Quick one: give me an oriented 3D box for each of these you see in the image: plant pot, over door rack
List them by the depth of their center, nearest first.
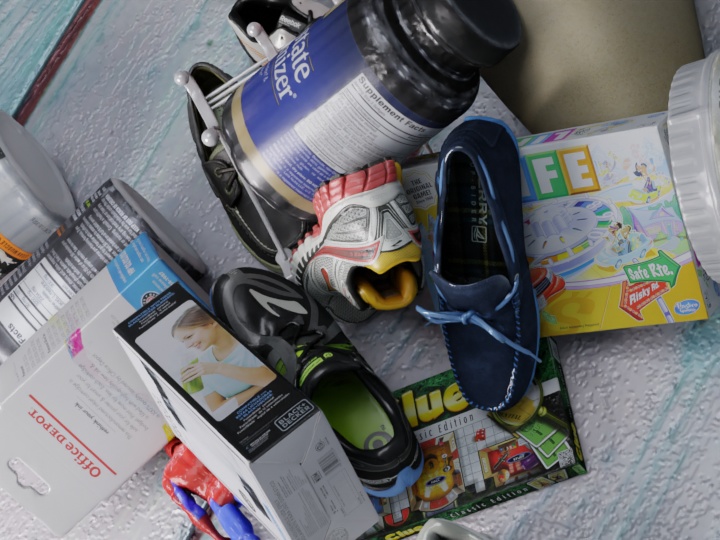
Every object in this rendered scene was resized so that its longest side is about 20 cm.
[{"bbox_3d":[0.160,-0.160,1.362,0.187,0.187,0.201,-29,68,14],"label":"plant pot"},{"bbox_3d":[-0.034,-0.105,1.444,0.147,0.067,0.201,-32,73,5],"label":"over door rack"}]

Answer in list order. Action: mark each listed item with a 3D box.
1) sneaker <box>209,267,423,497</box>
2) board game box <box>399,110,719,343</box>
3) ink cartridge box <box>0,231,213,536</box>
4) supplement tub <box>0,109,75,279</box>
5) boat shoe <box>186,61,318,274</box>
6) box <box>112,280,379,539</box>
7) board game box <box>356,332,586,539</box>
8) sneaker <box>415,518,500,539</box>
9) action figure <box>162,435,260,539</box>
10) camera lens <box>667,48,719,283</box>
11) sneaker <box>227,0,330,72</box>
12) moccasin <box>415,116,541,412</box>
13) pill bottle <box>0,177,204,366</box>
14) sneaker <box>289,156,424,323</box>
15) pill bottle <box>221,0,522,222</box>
[{"bbox_3d":[-0.027,0.065,1.339,0.071,0.083,0.200,-37,68,-13],"label":"sneaker"},{"bbox_3d":[0.131,-0.024,1.316,0.199,0.135,0.034,-8,17,33],"label":"board game box"},{"bbox_3d":[-0.190,0.085,1.445,0.200,0.115,0.068,-42,25,1],"label":"ink cartridge box"},{"bbox_3d":[-0.344,-0.032,1.606,0.200,0.123,0.123,-36,52,9],"label":"supplement tub"},{"bbox_3d":[-0.092,-0.083,1.521,0.072,0.066,0.201,-33,53,9],"label":"boat shoe"},{"bbox_3d":[-0.080,0.103,1.325,0.060,0.117,0.200,-37,41,-13],"label":"box"},{"bbox_3d":[0.053,0.124,1.355,0.199,0.023,0.105,-23,53,18],"label":"board game box"},{"bbox_3d":[0.097,0.227,1.223,0.200,0.099,0.078,36,86,38],"label":"sneaker"},{"bbox_3d":[-0.087,0.166,1.391,0.066,0.052,0.200,-55,44,1],"label":"action figure"},{"bbox_3d":[0.310,-0.078,1.226,0.199,0.160,0.161,-11,60,25],"label":"camera lens"},{"bbox_3d":[-0.025,-0.166,1.521,0.199,0.080,0.074,19,73,34],"label":"sneaker"},{"bbox_3d":[0.070,0.001,1.289,0.080,0.068,0.201,-3,106,24],"label":"moccasin"},{"bbox_3d":[-0.224,0.032,1.512,0.200,0.106,0.106,-44,52,2],"label":"pill bottle"},{"bbox_3d":[0.000,0.000,1.352,0.078,0.200,0.082,-20,72,-10],"label":"sneaker"},{"bbox_3d":[0.009,-0.128,1.322,0.200,0.112,0.112,-37,50,31],"label":"pill bottle"}]
